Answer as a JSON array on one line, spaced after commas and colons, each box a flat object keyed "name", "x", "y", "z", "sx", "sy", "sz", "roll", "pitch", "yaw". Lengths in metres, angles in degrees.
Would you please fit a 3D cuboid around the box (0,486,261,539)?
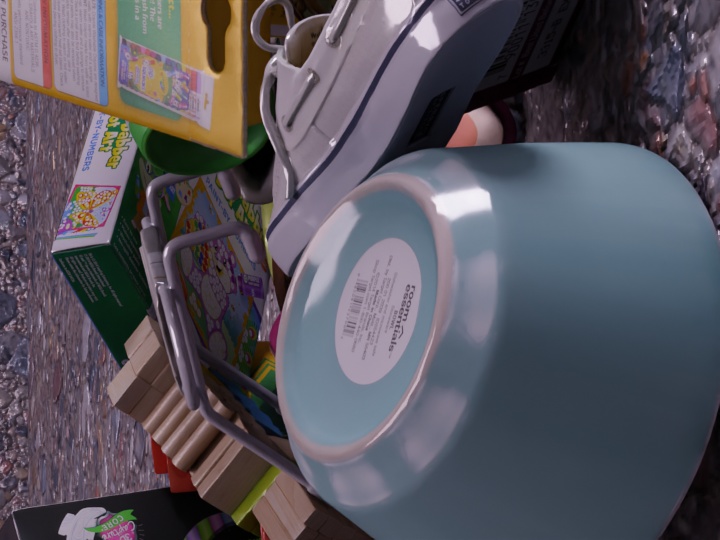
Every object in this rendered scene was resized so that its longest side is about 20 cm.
[{"name": "box", "x": -0.114, "y": 0.216, "z": 1.299, "sx": 0.124, "sy": 0.199, "sz": 0.149, "roll": -51, "pitch": 53, "yaw": 47}]

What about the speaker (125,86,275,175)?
[{"name": "speaker", "x": -0.103, "y": -0.154, "z": 1.221, "sx": 0.089, "sy": 0.088, "sz": 0.201, "roll": 113, "pitch": 148, "yaw": -54}]

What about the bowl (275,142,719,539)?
[{"name": "bowl", "x": 0.039, "y": 0.032, "z": 0.879, "sx": 0.201, "sy": 0.105, "sz": 0.202, "roll": -31, "pitch": 51, "yaw": 47}]

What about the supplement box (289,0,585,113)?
[{"name": "supplement box", "x": 0.014, "y": -0.182, "z": 0.999, "sx": 0.200, "sy": 0.103, "sz": 0.131, "roll": 57, "pitch": 152, "yaw": 22}]

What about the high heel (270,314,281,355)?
[{"name": "high heel", "x": 0.000, "y": 0.000, "z": 1.136, "sx": 0.200, "sy": 0.067, "sz": 0.097, "roll": -98, "pitch": 29, "yaw": -74}]

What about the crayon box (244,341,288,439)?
[{"name": "crayon box", "x": -0.062, "y": 0.129, "z": 1.490, "sx": 0.200, "sy": 0.051, "sz": 0.126, "roll": -126, "pitch": 39, "yaw": -67}]

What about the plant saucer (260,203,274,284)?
[{"name": "plant saucer", "x": -0.030, "y": -0.079, "z": 1.426, "sx": 0.200, "sy": 0.031, "sz": 0.201, "roll": -179, "pitch": 90, "yaw": -75}]

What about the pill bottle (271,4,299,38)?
[{"name": "pill bottle", "x": -0.038, "y": -0.174, "z": 1.132, "sx": 0.109, "sy": 0.199, "sz": 0.110, "roll": -179, "pitch": 90, "yaw": -75}]

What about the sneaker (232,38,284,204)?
[{"name": "sneaker", "x": -0.061, "y": -0.131, "z": 1.325, "sx": 0.094, "sy": 0.070, "sz": 0.201, "roll": -102, "pitch": 10, "yaw": -54}]

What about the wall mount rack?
[{"name": "wall mount rack", "x": -0.072, "y": 0.040, "z": 1.243, "sx": 0.200, "sy": 0.074, "sz": 0.175, "roll": -117, "pitch": 14, "yaw": -68}]

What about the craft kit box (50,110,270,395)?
[{"name": "craft kit box", "x": -0.119, "y": -0.015, "z": 1.414, "sx": 0.198, "sy": 0.048, "sz": 0.200, "roll": -84, "pitch": -23, "yaw": -44}]

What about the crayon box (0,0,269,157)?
[{"name": "crayon box", "x": -0.105, "y": -0.137, "z": 1.014, "sx": 0.199, "sy": 0.051, "sz": 0.126, "roll": 20, "pitch": 118, "yaw": 40}]

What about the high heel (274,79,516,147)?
[{"name": "high heel", "x": 0.039, "y": -0.091, "z": 1.164, "sx": 0.200, "sy": 0.096, "sz": 0.068, "roll": 21, "pitch": 117, "yaw": 52}]

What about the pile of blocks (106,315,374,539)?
[{"name": "pile of blocks", "x": -0.075, "y": 0.113, "z": 1.279, "sx": 0.200, "sy": 0.082, "sz": 0.062, "roll": 44, "pitch": 99, "yaw": 28}]

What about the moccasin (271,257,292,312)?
[{"name": "moccasin", "x": -0.010, "y": -0.037, "z": 1.279, "sx": 0.078, "sy": 0.073, "sz": 0.203, "roll": 133, "pitch": 144, "yaw": -80}]

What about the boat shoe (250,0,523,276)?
[{"name": "boat shoe", "x": -0.008, "y": -0.079, "z": 0.921, "sx": 0.086, "sy": 0.074, "sz": 0.202, "roll": 51, "pitch": 147, "yaw": 14}]
